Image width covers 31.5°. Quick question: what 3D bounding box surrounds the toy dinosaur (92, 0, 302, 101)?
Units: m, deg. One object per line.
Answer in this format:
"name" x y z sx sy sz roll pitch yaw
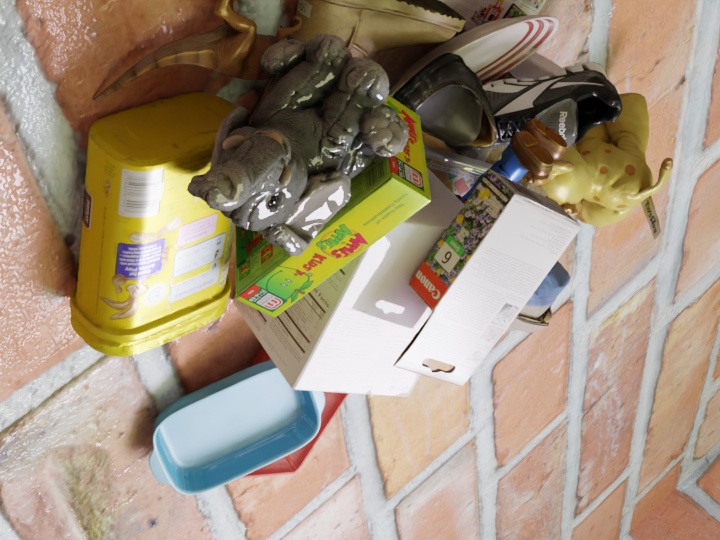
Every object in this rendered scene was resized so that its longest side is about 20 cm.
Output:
"toy dinosaur" -0.107 -0.180 1.024 0.200 0.060 0.106 -1 104 -30

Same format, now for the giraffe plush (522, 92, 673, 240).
"giraffe plush" 0.260 -0.120 1.544 0.162 0.200 0.173 2 132 -20

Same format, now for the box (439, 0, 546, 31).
"box" 0.124 -0.288 1.256 0.200 0.035 0.110 7 119 -57

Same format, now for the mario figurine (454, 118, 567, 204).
"mario figurine" 0.142 -0.058 1.325 0.123 0.106 0.200 5 140 -40

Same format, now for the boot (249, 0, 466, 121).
"boot" -0.015 -0.167 1.163 0.175 0.066 0.200 7 120 -30

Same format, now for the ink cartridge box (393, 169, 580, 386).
"ink cartridge box" 0.110 0.011 1.214 0.109 0.050 0.200 20 111 -43

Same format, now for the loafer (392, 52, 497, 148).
"loafer" 0.087 -0.151 1.180 0.073 0.072 0.200 -39 171 20

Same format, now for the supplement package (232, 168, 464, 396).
"supplement package" 0.000 0.000 1.275 0.152 0.151 0.200 8 119 -39

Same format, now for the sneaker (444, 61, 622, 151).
"sneaker" 0.186 -0.163 1.336 0.200 0.091 0.067 -17 126 -12

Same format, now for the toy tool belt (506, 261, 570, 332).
"toy tool belt" 0.216 0.011 1.649 0.200 0.125 0.123 -10 141 -50

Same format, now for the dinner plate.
"dinner plate" 0.103 -0.206 1.266 0.200 0.024 0.200 -25 172 -4

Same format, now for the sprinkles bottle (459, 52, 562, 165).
"sprinkles bottle" 0.159 -0.148 1.436 0.068 0.068 0.200 -2 127 -53

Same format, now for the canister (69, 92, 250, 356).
"canister" -0.171 -0.041 1.092 0.148 0.087 0.200 -24 141 -40

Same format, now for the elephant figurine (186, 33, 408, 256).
"elephant figurine" -0.070 -0.081 0.983 0.200 0.141 0.155 -52 134 -28

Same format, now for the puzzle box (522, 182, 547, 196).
"puzzle box" 0.144 0.002 1.441 0.200 0.025 0.133 -66 -173 -7

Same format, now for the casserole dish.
"casserole dish" -0.136 0.163 1.369 0.200 0.039 0.121 -25 126 -10

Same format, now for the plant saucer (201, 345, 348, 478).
"plant saucer" -0.091 0.153 1.480 0.200 0.037 0.200 8 118 -58

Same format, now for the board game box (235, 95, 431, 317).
"board game box" -0.029 -0.054 1.110 0.048 0.102 0.200 29 130 -34

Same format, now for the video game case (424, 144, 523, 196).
"video game case" 0.060 -0.048 1.394 0.200 0.023 0.182 12 117 -35
